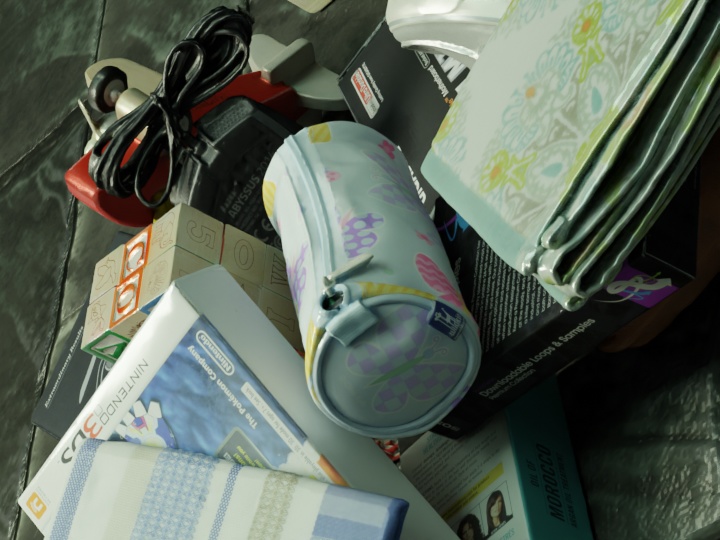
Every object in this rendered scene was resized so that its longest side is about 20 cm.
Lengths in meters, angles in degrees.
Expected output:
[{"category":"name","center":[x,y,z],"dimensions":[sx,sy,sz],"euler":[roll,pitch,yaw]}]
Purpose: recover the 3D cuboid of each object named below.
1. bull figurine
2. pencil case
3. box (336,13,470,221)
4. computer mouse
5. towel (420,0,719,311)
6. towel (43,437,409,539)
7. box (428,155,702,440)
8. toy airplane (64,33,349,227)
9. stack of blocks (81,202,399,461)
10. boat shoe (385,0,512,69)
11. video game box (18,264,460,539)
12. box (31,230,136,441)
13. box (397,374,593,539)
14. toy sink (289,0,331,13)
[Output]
[{"category":"bull figurine","center":[0.172,-0.048,0.998],"dimensions":[0.200,0.065,0.122],"euler":[-46,29,25]},{"category":"pencil case","center":[0.000,0.000,1.035],"dimensions":[0.083,0.091,0.200],"euler":[-51,24,19]},{"category":"box","center":[0.079,-0.136,1.240],"dimensions":[0.199,0.050,0.200],"euler":[-51,31,19]},{"category":"computer mouse","center":[-0.053,-0.057,1.255],"dimensions":[0.139,0.200,0.053],"euler":[-50,11,7]},{"category":"towel","center":[0.106,-0.085,0.944],"dimensions":[0.172,0.048,0.200],"euler":[-58,23,9]},{"category":"towel","center":[-0.079,0.162,0.976],"dimensions":[0.199,0.024,0.147],"euler":[7,73,32]},{"category":"box","center":[0.094,-0.017,1.004],"dimensions":[0.200,0.036,0.143],"euler":[-38,35,48]},{"category":"toy airplane","center":[-0.096,-0.078,1.373],"dimensions":[0.200,0.198,0.142],"euler":[-97,15,-59]},{"category":"stack of blocks","center":[-0.055,0.048,1.148],"dimensions":[0.115,0.200,0.059],"euler":[-32,41,41]},{"category":"boat shoe","center":[0.100,-0.111,1.108],"dimensions":[0.199,0.072,0.069],"euler":[11,93,24]},{"category":"video game box","center":[-0.066,0.130,1.037],"dimensions":[0.200,0.047,0.182],"euler":[48,126,16]},{"category":"box","center":[-0.111,0.069,1.322],"dimensions":[0.200,0.104,0.148],"euler":[18,83,62]},{"category":"box","center":[0.071,0.136,1.025],"dimensions":[0.082,0.049,0.200],"euler":[-44,34,30]},{"category":"toy sink","center":[-0.013,-0.305,1.462],"dimensions":[0.200,0.112,0.131],"euler":[-35,40,41]}]
